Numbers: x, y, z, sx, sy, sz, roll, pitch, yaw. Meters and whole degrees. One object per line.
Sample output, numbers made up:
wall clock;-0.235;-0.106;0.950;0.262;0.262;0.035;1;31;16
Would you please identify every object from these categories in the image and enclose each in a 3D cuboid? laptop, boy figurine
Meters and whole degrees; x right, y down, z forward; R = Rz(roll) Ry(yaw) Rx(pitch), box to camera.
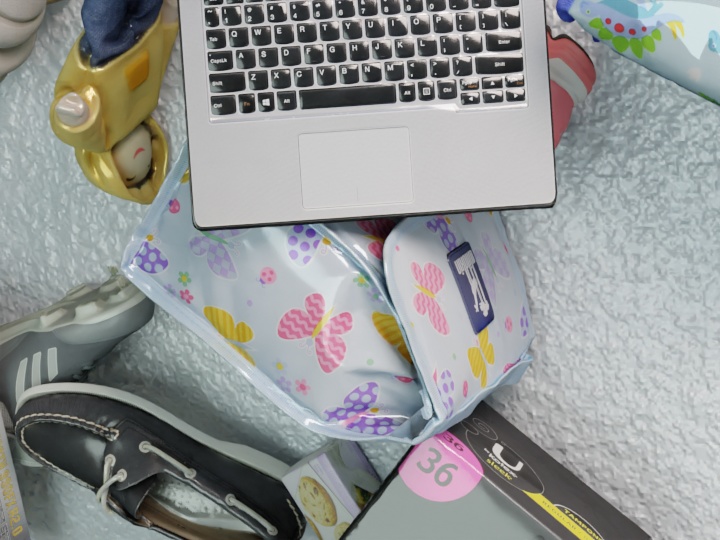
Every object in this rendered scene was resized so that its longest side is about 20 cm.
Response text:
laptop;0.001;-0.125;0.924;0.185;0.116;0.202;-4;92;0
boy figurine;-0.142;-0.114;1.138;0.064;0.125;0.201;24;134;12

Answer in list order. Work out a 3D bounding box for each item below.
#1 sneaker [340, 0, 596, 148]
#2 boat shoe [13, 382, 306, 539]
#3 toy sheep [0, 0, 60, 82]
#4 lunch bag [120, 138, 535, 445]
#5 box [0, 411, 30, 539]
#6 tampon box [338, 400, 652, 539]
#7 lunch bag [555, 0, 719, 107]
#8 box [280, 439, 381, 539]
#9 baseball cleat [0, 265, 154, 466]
sneaker;0.024;-0.110;1.016;0.199;0.074;0.087;23;84;-8
boat shoe;-0.129;0.132;1.212;0.199;0.061;0.074;23;133;-2
toy sheep;-0.249;-0.166;1.164;0.199;0.138;0.139;-28;93;31
lunch bag;0.000;0.000;1.072;0.200;0.169;0.127;42;117;12
box;-0.301;0.108;1.286;0.158;0.048;0.201;17;128;35
tampon box;0.047;0.198;1.106;0.150;0.126;0.201;38;104;5
lunch bag;0.217;-0.170;0.931;0.169;0.127;0.201;29;99;16
box;0.024;0.197;1.200;0.041;0.039;0.201;-31;91;31
baseball cleat;-0.192;0.067;1.259;0.199;0.070;0.107;-16;105;40
